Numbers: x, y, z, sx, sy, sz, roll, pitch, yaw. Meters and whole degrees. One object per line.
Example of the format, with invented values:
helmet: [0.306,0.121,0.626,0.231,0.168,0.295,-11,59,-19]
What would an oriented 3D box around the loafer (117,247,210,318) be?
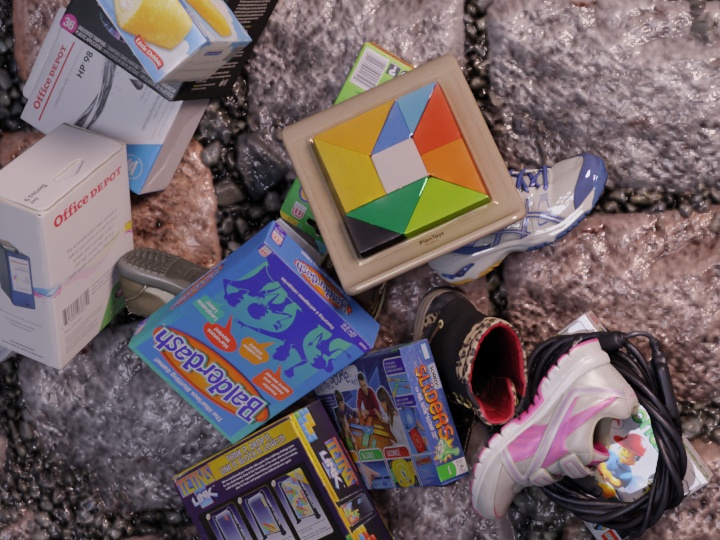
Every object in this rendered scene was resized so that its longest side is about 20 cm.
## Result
loafer: [-0.157,0.039,1.791,0.200,0.075,0.070,21,120,17]

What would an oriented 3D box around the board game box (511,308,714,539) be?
board game box: [0.230,0.154,1.694,0.126,0.035,0.200,-39,83,21]

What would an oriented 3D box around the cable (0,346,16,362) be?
cable: [-0.423,0.007,1.908,0.200,0.069,0.200,37,110,12]

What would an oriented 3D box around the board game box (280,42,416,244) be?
board game box: [0.002,-0.117,1.747,0.096,0.030,0.200,32,105,13]

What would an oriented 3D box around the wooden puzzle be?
wooden puzzle: [0.036,-0.095,1.650,0.185,0.037,0.200,-24,64,4]

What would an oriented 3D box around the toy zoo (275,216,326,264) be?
toy zoo: [-0.089,0.037,1.808,0.200,0.020,0.131,-39,83,22]

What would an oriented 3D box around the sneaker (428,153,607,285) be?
sneaker: [0.137,-0.062,1.662,0.200,0.075,0.088,-32,118,21]

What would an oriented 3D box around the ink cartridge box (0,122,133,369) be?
ink cartridge box: [-0.303,-0.026,1.775,0.087,0.145,0.200,21,132,20]

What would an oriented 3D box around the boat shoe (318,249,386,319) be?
boat shoe: [-0.006,-0.002,1.716,0.075,0.075,0.202,21,106,3]

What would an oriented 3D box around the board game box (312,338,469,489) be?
board game box: [0.023,0.144,1.710,0.200,0.034,0.135,-15,93,61]

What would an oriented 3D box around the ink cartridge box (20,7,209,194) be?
ink cartridge box: [-0.271,-0.179,1.822,0.200,0.067,0.116,32,109,14]

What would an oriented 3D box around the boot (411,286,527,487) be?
boot: [0.099,0.123,1.678,0.073,0.151,0.200,5,96,-21]

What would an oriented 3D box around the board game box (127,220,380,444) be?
board game box: [-0.105,0.064,1.712,0.200,0.045,0.152,-36,109,30]

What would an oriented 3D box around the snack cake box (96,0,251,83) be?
snack cake box: [-0.199,-0.271,1.619,0.067,0.115,0.200,-37,85,20]

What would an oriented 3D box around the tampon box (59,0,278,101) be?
tampon box: [-0.170,-0.290,1.735,0.150,0.126,0.200,34,108,13]

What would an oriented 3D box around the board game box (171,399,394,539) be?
board game box: [-0.081,0.245,1.788,0.200,0.057,0.165,-30,85,40]

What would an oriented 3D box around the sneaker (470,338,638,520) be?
sneaker: [0.178,0.161,1.607,0.088,0.081,0.200,43,111,17]

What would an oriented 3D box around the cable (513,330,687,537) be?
cable: [0.224,0.157,1.651,0.163,0.051,0.200,-12,93,21]
